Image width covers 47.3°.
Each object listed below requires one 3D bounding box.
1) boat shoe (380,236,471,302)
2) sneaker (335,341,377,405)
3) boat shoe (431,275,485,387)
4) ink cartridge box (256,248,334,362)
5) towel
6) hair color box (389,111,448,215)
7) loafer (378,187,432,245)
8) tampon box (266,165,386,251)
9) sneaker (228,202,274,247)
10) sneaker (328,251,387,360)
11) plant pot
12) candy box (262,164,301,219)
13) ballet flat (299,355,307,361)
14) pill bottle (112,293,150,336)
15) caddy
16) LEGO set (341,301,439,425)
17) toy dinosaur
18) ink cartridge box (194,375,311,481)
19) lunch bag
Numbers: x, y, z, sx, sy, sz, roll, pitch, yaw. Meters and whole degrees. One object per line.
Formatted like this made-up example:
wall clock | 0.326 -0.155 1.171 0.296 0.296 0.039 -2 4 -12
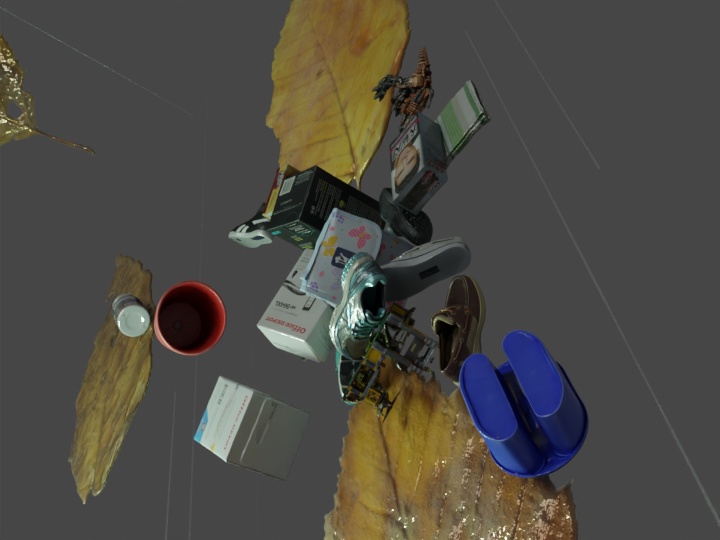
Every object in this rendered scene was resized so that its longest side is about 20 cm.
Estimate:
boat shoe | 0.099 -0.004 1.449 0.198 0.074 0.066 -17 26 9
sneaker | -0.013 0.178 1.558 0.201 0.077 0.080 -92 19 -49
boat shoe | 0.152 0.086 1.324 0.072 0.071 0.202 -32 41 45
ink cartridge box | -0.093 0.068 1.663 0.145 0.085 0.201 12 61 39
towel | 0.177 -0.267 1.638 0.200 0.030 0.150 -50 28 29
hair color box | 0.110 -0.211 1.598 0.099 0.060 0.201 -48 26 32
loafer | 0.086 -0.095 1.610 0.201 0.067 0.071 -124 43 -54
tampon box | -0.067 -0.107 1.731 0.149 0.199 0.128 -11 57 55
sneaker | -0.284 -0.130 2.278 0.199 0.073 0.113 -1 62 51
sneaker | 0.001 0.076 1.398 0.086 0.077 0.202 40 133 46
plant pot | -0.488 0.142 2.284 0.177 0.199 0.203 -23 47 62
candy box | -0.110 -0.136 1.830 0.056 0.199 0.118 -12 56 55
ballet flat | -0.096 0.106 1.748 0.069 0.069 0.202 -42 39 35
pill bottle | -0.815 0.153 2.905 0.115 0.113 0.200 -63 27 0
caddy | 0.218 0.180 1.101 0.140 0.105 0.201 -31 35 11
LEGO set | 0.065 0.161 1.414 0.202 0.115 0.154 -61 -2 -2
toy dinosaur | 0.115 -0.391 1.806 0.135 0.102 0.201 0 48 44
ink cartridge box | -0.225 0.323 1.699 0.199 0.145 0.148 5 70 61
lunch bag | 0.000 0.000 1.525 0.127 0.199 0.171 11 76 62
